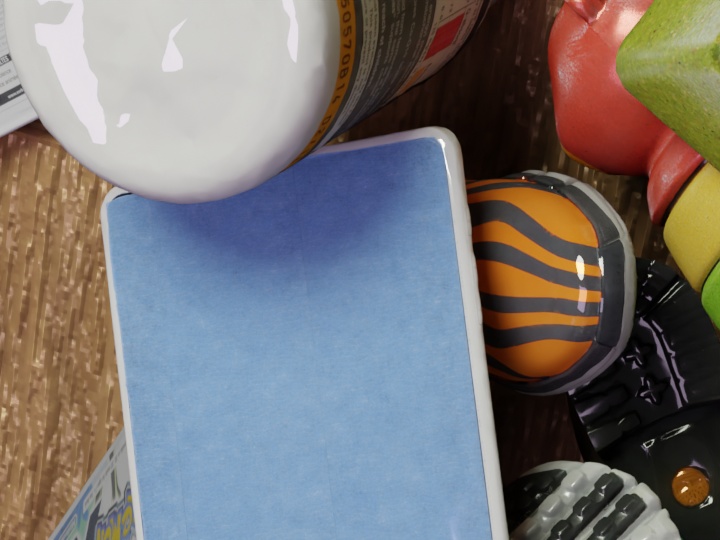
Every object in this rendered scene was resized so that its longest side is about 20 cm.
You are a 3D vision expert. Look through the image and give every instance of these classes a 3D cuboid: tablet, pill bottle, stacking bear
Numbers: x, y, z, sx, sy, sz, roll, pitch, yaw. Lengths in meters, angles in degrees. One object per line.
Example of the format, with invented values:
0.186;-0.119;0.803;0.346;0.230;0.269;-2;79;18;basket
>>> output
-0.016;0.061;0.926;0.129;0.014;0.201;-9;83;20;tablet
-0.021;-0.103;0.939;0.116;0.200;0.117;9;111;24;pill bottle
0.142;-0.026;0.942;0.200;0.121;0.114;46;120;12;stacking bear

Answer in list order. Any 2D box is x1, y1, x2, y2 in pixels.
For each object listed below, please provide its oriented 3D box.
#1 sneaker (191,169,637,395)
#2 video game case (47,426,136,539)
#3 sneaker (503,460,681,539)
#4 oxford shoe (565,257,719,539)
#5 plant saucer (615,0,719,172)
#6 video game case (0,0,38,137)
0.000;0.000;0.970;0.200;0.111;0.078;9;96;56;sneaker
-0.084;0.143;1.060;0.022;0.183;0.200;11;143;-21;video game case
0.101;0.130;0.911;0.200;0.075;0.081;39;169;51;sneaker
0.119;0.092;1.010;0.072;0.084;0.201;-12;90;2;oxford shoe
0.200;-0.072;0.832;0.200;0.048;0.200;42;107;12;plant saucer
-0.145;-0.160;1.088;0.143;0.018;0.201;-23;97;32;video game case
